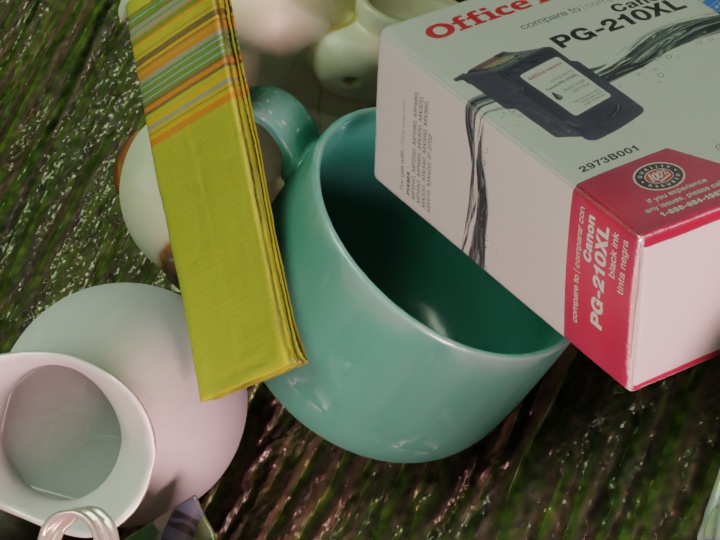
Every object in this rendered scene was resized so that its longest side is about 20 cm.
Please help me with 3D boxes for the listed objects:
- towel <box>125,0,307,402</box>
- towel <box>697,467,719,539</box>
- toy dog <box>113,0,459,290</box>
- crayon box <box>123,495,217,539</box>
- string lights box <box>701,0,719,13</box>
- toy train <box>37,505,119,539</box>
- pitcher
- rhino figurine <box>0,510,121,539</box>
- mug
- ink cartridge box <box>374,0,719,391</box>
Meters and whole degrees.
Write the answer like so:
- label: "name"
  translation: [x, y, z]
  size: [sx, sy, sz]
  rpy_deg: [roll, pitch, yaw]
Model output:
- label: "towel"
  translation: [-0.069, -0.044, 1.256]
  size: [0.086, 0.018, 0.201]
  rpy_deg: [-24, 75, 56]
- label: "towel"
  translation: [0.232, 0.062, 1.037]
  size: [0.199, 0.048, 0.172]
  rpy_deg: [12, 79, 46]
- label: "toy dog"
  translation: [-0.052, -0.079, 1.388]
  size: [0.140, 0.193, 0.201]
  rpy_deg: [48, 126, 31]
- label: "crayon box"
  translation: [-0.091, 0.219, 1.236]
  size: [0.125, 0.052, 0.201]
  rpy_deg: [-33, 72, 12]
- label: "string lights box"
  translation: [0.205, -0.065, 1.276]
  size: [0.103, 0.059, 0.200]
  rpy_deg: [-41, 46, 2]
- label: "toy train"
  translation: [-0.102, 0.211, 1.188]
  size: [0.150, 0.056, 0.200]
  rpy_deg: [-37, 74, 9]
- label: "pitcher"
  translation: [-0.151, 0.065, 1.317]
  size: [0.171, 0.200, 0.122]
  rpy_deg: [14, 98, 12]
- label: "rhino figurine"
  translation: [-0.232, 0.143, 1.413]
  size: [0.199, 0.087, 0.060]
  rpy_deg: [-13, 53, 27]
- label: "mug"
  translation: [0.010, 0.003, 1.291]
  size: [0.115, 0.151, 0.186]
  rpy_deg: [-53, 53, 38]
- label: "ink cartridge box"
  translation: [0.117, -0.051, 1.185]
  size: [0.144, 0.085, 0.200]
  rpy_deg: [-20, 40, -26]
